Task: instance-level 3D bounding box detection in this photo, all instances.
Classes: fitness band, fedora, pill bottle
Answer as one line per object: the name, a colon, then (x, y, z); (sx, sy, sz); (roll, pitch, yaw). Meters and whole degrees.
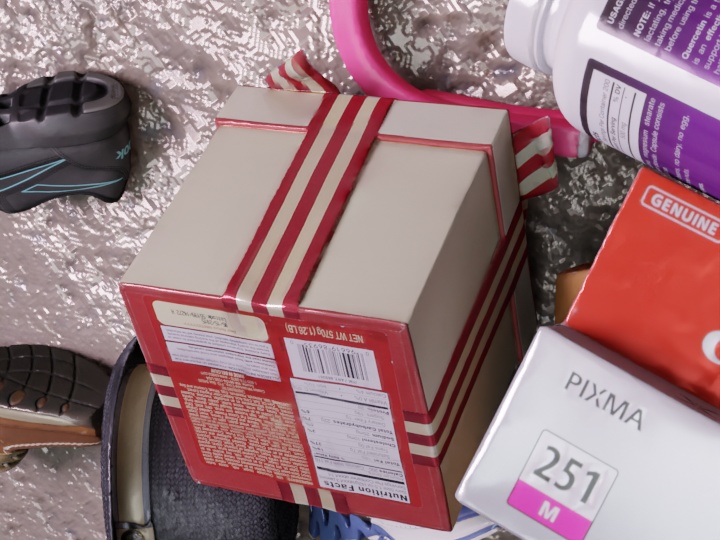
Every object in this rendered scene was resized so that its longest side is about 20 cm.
fitness band: (0.080, -0.138, 0.825); (0.199, 0.037, 0.144); (10, 115, 14)
fedora: (-0.088, 0.133, 0.926); (0.091, 0.201, 0.202); (-4, 111, 10)
pill bottle: (0.170, -0.095, 0.717); (0.200, 0.112, 0.113); (31, 121, 26)

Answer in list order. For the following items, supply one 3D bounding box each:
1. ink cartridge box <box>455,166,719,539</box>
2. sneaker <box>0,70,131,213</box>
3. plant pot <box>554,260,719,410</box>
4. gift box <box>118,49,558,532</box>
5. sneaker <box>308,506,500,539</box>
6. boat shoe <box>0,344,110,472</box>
ink cartridge box: (0.168, 0.074, 0.678); (0.199, 0.044, 0.174); (29, 101, 18)
sneaker: (-0.236, -0.068, 0.929); (0.199, 0.076, 0.080); (-3, 128, 0)
plant pot: (0.184, 0.054, 0.794); (0.199, 0.200, 0.141); (-12, 91, 24)
gift box: (0.000, 0.000, 0.816); (0.184, 0.187, 0.201); (11, 136, 18)
sneaker: (0.017, 0.099, 0.903); (0.199, 0.080, 0.116); (-12, 102, 51)
boat shoe: (-0.246, 0.095, 1.028); (0.199, 0.076, 0.074); (6, 120, 26)
